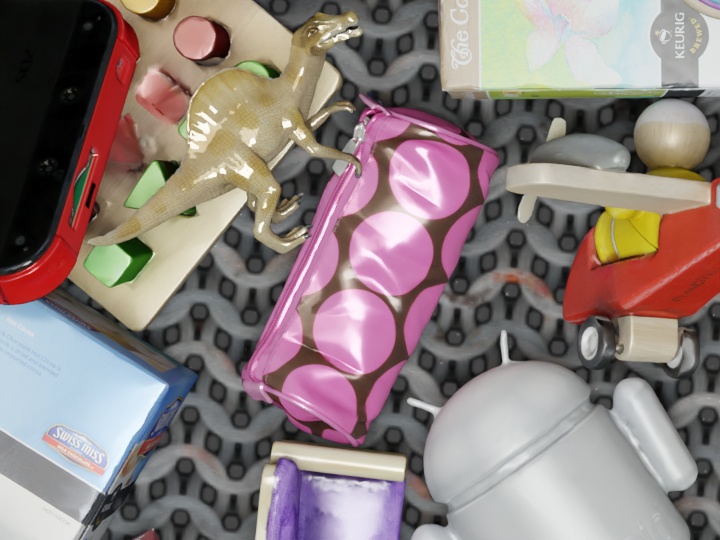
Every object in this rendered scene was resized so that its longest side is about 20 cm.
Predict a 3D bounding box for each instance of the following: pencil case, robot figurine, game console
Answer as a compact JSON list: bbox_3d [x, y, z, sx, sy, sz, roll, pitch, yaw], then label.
[{"bbox_3d":[0.000,0.000,1.677,0.093,0.091,0.201,22,91,-41],"label":"pencil case"},{"bbox_3d":[0.114,0.136,1.660,0.169,0.113,0.200,-36,89,-4],"label":"robot figurine"},{"bbox_3d":[-0.226,-0.072,1.612,0.176,0.031,0.201,2,57,20],"label":"game console"}]

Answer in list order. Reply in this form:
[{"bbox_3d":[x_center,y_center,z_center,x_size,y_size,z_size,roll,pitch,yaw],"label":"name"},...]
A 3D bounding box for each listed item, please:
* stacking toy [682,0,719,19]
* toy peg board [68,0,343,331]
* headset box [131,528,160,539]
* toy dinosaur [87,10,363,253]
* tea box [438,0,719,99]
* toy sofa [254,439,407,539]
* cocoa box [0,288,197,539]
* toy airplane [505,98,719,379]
[{"bbox_3d":[0.200,-0.176,1.469,0.085,0.200,0.086,0,92,2],"label":"stacking toy"},{"bbox_3d":[-0.149,-0.100,1.680,0.199,0.098,0.200,39,93,2],"label":"toy peg board"},{"bbox_3d":[-0.158,0.249,1.653,0.148,0.200,0.077,-28,119,4],"label":"headset box"},{"bbox_3d":[-0.067,-0.062,1.616,0.200,0.058,0.101,-45,114,-10],"label":"toy dinosaur"},{"bbox_3d":[0.142,-0.200,1.639,0.196,0.134,0.201,-1,92,5],"label":"tea box"},{"bbox_3d":[-0.023,0.203,1.678,0.082,0.098,0.201,7,93,3],"label":"toy sofa"},{"bbox_3d":[-0.216,0.066,1.671,0.200,0.133,0.132,32,92,3],"label":"cocoa box"},{"bbox_3d":[0.191,-0.041,1.615,0.198,0.200,0.142,-15,62,11],"label":"toy airplane"}]
